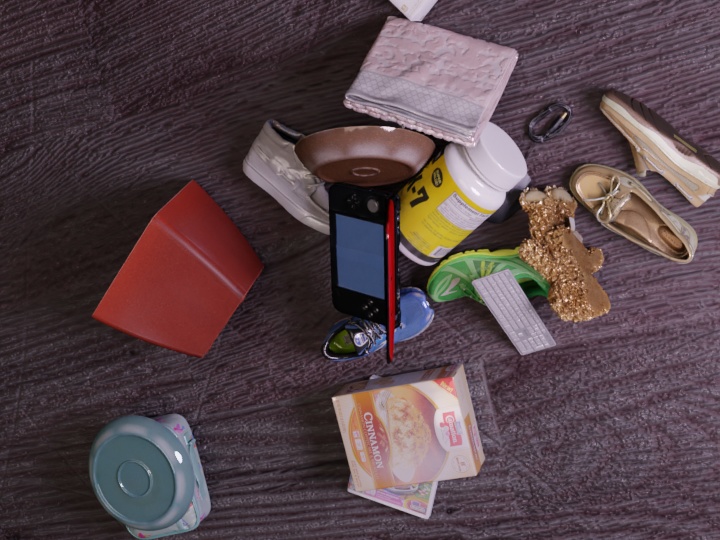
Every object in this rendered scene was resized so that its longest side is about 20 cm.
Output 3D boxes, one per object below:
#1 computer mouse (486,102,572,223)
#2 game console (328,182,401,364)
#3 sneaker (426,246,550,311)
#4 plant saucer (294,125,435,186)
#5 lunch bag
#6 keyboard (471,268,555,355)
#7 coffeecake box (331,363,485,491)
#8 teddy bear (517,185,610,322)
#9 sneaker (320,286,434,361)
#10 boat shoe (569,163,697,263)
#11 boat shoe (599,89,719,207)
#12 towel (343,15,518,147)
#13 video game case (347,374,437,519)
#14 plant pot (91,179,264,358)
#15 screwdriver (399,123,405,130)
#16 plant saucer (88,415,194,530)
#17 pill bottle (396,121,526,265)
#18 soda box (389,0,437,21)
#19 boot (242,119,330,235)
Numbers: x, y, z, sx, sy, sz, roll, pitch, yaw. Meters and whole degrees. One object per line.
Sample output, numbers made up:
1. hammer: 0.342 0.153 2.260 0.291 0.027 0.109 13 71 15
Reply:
1. computer mouse: 0.233 -0.151 1.450 0.058 0.034 0.202 34 110 9
2. game console: 0.000 0.000 1.414 0.170 0.118 0.204 15 118 32
3. sneaker: 0.186 0.018 1.471 0.196 0.085 0.074 -11 143 21
4. plant saucer: 0.006 -0.152 1.416 0.197 0.200 0.037 -4 78 19
5. lunch bag: -0.343 0.348 1.736 0.158 0.077 0.204 -13 98 21
6. keyboard: 0.220 0.062 1.449 0.056 0.011 0.200 -23 136 16
7. coffeecake box: 0.074 0.240 1.554 0.196 0.073 0.156 -12 97 20
8. teddy bear: 0.276 -0.024 1.415 0.066 0.144 0.203 -27 91 43
9. sneaker: 0.024 0.092 1.543 0.198 0.089 0.079 -28 94 25
10. boat shoe: 0.375 -0.080 1.403 0.198 0.063 0.074 32 111 10
11. boat shoe: 0.394 -0.159 1.378 0.199 0.072 0.077 40 123 6
12. towel: 0.097 -0.266 1.399 0.197 0.193 0.033 19 144 12
13. video game case: 0.063 0.280 1.616 0.141 0.018 0.204 16 107 15
14. plant pot: -0.265 0.014 1.580 0.175 0.200 0.201 36 111 -5
15. screwdriver: 0.051 -0.181 1.428 0.029 0.200 0.028 -35 87 -12
16. plant saucer: -0.368 0.340 1.688 0.196 0.027 0.204 4 103 17
17. pill bottle: 0.132 -0.108 1.433 0.115 0.114 0.200 49 123 2
18. soda box: 0.115 -0.443 1.405 0.068 0.064 0.200 43 112 5
19. boot: -0.084 -0.141 1.536 0.199 0.073 0.096 36 118 9
